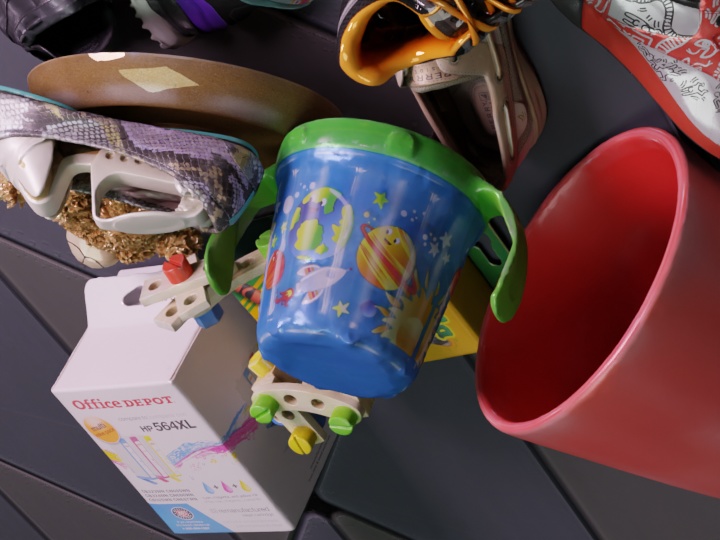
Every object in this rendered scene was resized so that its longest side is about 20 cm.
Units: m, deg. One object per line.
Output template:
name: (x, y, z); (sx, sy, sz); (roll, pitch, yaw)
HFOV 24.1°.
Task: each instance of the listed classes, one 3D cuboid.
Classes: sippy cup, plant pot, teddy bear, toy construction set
sippy cup: (0.000, 0.000, 0.996); (0.139, 0.131, 0.177); (27, 155, -26)
plant pot: (0.194, 0.041, 1.006); (0.177, 0.201, 0.200); (27, 144, -20)
teddy bear: (-0.173, -0.040, 1.129); (0.144, 0.067, 0.200); (14, 173, -22)
toy construction set: (-0.052, 0.040, 1.132); (0.130, 0.093, 0.200); (-7, 142, 33)
plant pot: (-0.110, -0.092, 1.055); (0.198, 0.028, 0.200); (6, 169, 1)

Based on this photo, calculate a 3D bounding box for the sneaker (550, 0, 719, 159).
sneaker: (0.195, -0.131, 0.885); (0.201, 0.067, 0.108); (38, 143, -11)

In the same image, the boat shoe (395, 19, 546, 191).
boat shoe: (0.050, -0.130, 0.970); (0.072, 0.065, 0.201); (-2, 135, 31)

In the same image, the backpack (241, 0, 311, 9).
backpack: (-0.064, -0.228, 0.788); (0.153, 0.175, 0.201); (-35, 72, 22)

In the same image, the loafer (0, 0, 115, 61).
loafer: (-0.182, -0.153, 1.014); (0.071, 0.068, 0.201); (58, 172, 3)

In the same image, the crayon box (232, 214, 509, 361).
crayon box: (0.009, 0.007, 1.167); (0.199, 0.051, 0.127); (-14, 127, 39)

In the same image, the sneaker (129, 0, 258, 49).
sneaker: (-0.112, -0.221, 0.961); (0.099, 0.070, 0.200); (-10, 134, 28)

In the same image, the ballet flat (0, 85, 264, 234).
ballet flat: (-0.158, -0.060, 0.986); (0.199, 0.072, 0.072); (12, 141, 11)

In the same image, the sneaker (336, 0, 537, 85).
sneaker: (0.061, -0.150, 0.845); (0.078, 0.078, 0.199); (37, 143, -24)

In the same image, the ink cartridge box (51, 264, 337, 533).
ink cartridge box: (-0.125, 0.089, 1.278); (0.128, 0.126, 0.200); (-8, 132, 36)
